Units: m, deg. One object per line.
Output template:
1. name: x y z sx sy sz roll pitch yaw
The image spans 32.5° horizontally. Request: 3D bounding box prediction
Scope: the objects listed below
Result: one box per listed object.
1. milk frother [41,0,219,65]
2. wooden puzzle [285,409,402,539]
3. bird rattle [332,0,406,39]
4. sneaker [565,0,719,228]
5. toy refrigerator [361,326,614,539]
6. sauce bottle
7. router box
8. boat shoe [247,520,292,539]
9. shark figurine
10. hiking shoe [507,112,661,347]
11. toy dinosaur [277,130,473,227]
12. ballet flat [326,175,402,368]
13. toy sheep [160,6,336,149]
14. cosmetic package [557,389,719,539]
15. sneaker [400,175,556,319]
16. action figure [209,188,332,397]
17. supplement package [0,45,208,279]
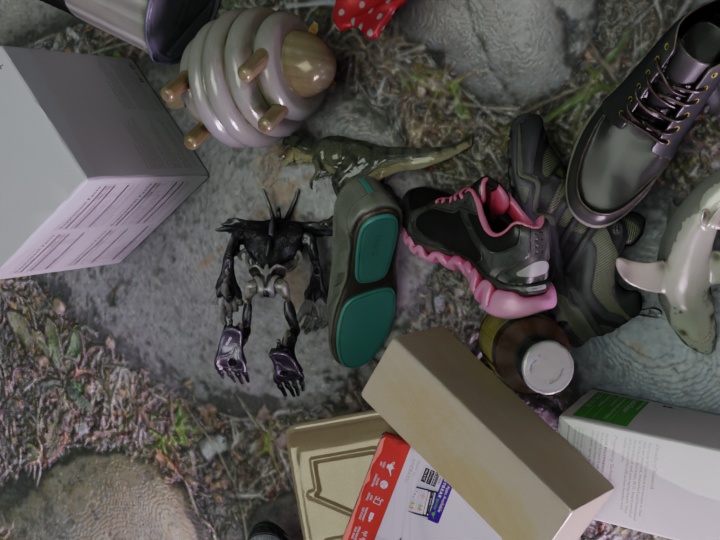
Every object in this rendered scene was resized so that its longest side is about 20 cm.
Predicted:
1. milk frother: -0.245 -0.314 1.142 0.186 0.199 0.183 26 102 20
2. wooden puzzle: 0.039 0.217 1.099 0.182 0.046 0.203 -10 95 8
3. bird rattle: -0.029 -0.303 1.065 0.200 0.112 0.164 41 141 24
4. sneaker: 0.225 -0.127 0.960 0.074 0.106 0.201 33 92 6
5. toy refrigerator: 0.098 0.139 0.992 0.200 0.075 0.070 43 119 25
6. sauce bottle: 0.136 0.066 1.001 0.064 0.200 0.066 0 95 -1
7. router box: 0.064 0.262 1.034 0.177 0.049 0.203 21 86 4
8. boat shoe: -0.048 0.326 1.191 0.071 0.071 0.202 -22 106 12
9. shark figurine: 0.281 -0.048 0.993 0.127 0.090 0.216 22 116 -13
10. hiking shoe: 0.187 -0.043 1.046 0.099 0.076 0.203 -18 90 9
11. toy dinosaur: 0.004 -0.083 1.135 0.197 0.047 0.090 4 91 22
12. ballet flat: 0.000 0.000 1.118 0.202 0.066 0.064 99 151 -42
13. toy sheep: -0.106 -0.174 1.129 0.197 0.137 0.140 -3 94 31
14. cosmetic package: 0.265 0.165 1.002 0.197 0.107 0.086 8 100 23
15. sneaker: 0.097 -0.041 1.027 0.200 0.078 0.097 39 139 51
16. action figure: -0.086 0.020 1.147 0.117 0.202 0.103 6 138 0
17. supplement package: -0.283 -0.102 1.180 0.150 0.199 0.153 -40 78 23
